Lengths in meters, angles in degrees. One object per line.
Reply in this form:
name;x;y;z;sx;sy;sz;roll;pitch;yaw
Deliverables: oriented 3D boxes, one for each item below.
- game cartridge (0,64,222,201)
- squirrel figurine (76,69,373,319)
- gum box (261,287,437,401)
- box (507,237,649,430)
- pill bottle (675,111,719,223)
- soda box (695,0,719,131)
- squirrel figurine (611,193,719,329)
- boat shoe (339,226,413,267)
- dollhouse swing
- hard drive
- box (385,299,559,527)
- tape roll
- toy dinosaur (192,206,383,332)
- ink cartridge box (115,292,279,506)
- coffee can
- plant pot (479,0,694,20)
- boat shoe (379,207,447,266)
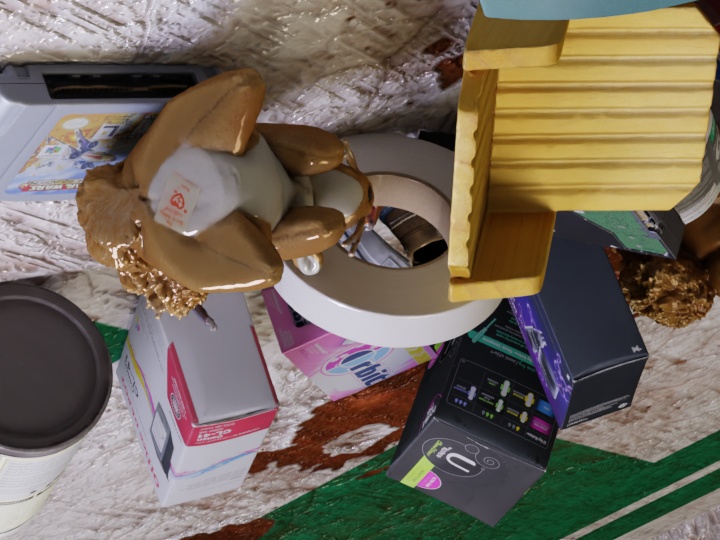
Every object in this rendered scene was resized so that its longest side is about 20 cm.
game cartridge;-0.194;-0.095;1.489;0.199;0.042;0.133;-5;150;-38
squirrel figurine;-0.092;-0.047;1.501;0.199;0.143;0.186;-16;175;28
gum box;-0.009;0.050;1.990;0.113;0.067;0.200;-23;159;7
box;0.183;0.023;1.920;0.078;0.201;0.141;-17;159;-9
pill bottle;0.239;-0.114;1.761;0.112;0.114;0.200;-24;160;7
soda box;0.308;-0.133;1.653;0.070;0.201;0.063;-27;160;17
squirrel figurine;0.340;-0.005;2.025;0.198;0.188;0.142;-21;160;1
boat shoe;0.000;0.000;1.764;0.067;0.073;0.200;-48;-170;2
dollhouse swing;0.163;-0.091;1.533;0.174;0.182;0.202;8;121;7
hard drive;0.155;-0.063;1.743;0.198;0.038;0.140;12;167;27
box;0.128;0.116;2.061;0.123;0.201;0.149;25;148;-5
tape roll;0.022;-0.027;1.639;0.201;0.204;0.037;-14;140;-20
toy dinosaur;-0.073;-0.036;1.694;0.181;0.105;0.200;-43;146;-1
ink cartridge box;-0.146;0.102;1.868;0.085;0.149;0.200;-13;157;-21
coffee can;-0.300;0.122;1.763;0.145;0.147;0.200;-10;157;-28
plant pot;0.155;-0.244;1.329;0.198;0.143;0.141;-16;160;6
boat shoe;0.068;-0.022;1.877;0.072;0.073;0.200;-28;159;17
